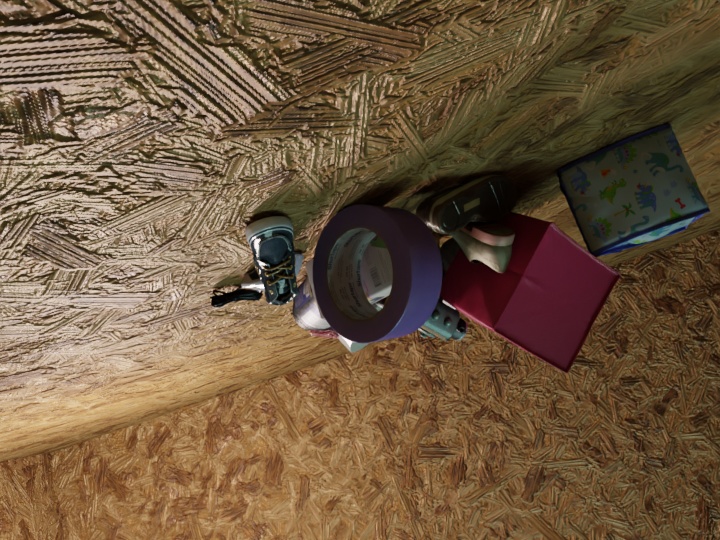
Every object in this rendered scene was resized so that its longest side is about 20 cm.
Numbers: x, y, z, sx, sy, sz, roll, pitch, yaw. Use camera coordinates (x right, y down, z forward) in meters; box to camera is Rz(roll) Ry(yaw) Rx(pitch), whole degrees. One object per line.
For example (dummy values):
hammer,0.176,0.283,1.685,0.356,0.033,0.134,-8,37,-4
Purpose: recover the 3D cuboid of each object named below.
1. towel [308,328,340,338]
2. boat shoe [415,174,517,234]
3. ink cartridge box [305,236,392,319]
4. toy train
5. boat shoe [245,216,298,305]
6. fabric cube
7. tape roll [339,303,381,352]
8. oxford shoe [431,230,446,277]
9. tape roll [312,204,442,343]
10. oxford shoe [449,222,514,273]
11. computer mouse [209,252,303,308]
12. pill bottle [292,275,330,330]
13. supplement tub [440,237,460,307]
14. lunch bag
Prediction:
towel,-0.018,0.080,1.245,0.199,0.023,0.143,-42,-163,-26
boat shoe,0.172,-0.115,0.898,0.199,0.077,0.074,-16,-159,-35
ink cartridge box,0.000,0.000,0.977,0.198,0.120,0.067,-27,166,35
toy train,0.113,0.074,1.038,0.197,0.087,0.114,31,175,-23
boat shoe,-0.124,-0.010,0.829,0.069,0.093,0.201,-15,167,-8
fabric cube,0.292,0.026,0.985,0.194,0.203,0.199,29,-178,-24
tape roll,0.036,0.087,1.165,0.202,0.037,0.204,-43,162,-18
oxford shoe,0.139,-0.014,1.052,0.071,0.071,0.201,-45,158,-18
tape roll,0.022,0.004,0.841,0.198,0.205,0.084,-28,164,38
oxford shoe,0.184,-0.052,0.945,0.069,0.076,0.200,-8,-159,-20
computer mouse,-0.177,0.023,0.998,0.198,0.045,0.108,-28,163,36
pill bottle,-0.075,0.057,1.123,0.109,0.115,0.200,-11,167,-26
supplement tub,0.250,-0.015,1.151,0.196,0.148,0.146,-22,170,-20
lunch bag,0.468,-0.131,0.970,0.195,0.174,0.128,-18,164,1
